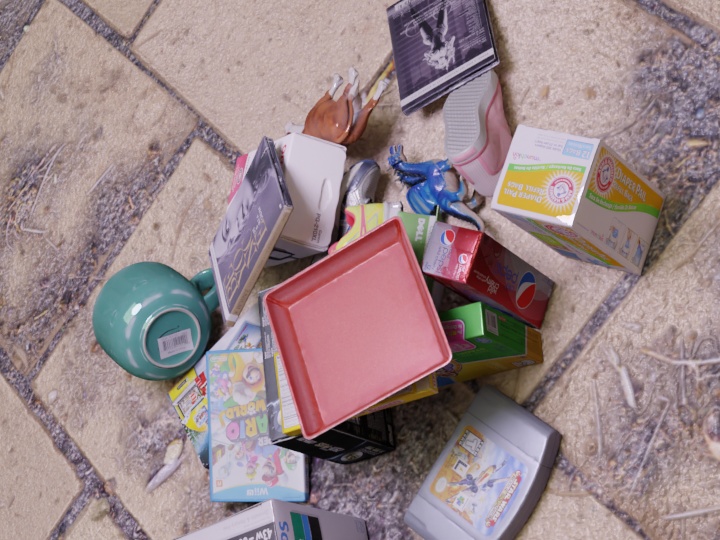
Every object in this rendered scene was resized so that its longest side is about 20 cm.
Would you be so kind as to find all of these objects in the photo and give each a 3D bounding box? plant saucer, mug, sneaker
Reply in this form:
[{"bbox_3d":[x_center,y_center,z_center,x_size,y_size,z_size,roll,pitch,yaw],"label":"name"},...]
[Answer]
[{"bbox_3d":[-0.001,0.069,1.548,0.199,0.037,0.201,-30,58,17],"label":"plant saucer"},{"bbox_3d":[-0.276,0.062,1.888,0.186,0.152,0.114,-59,35,-1],"label":"mug"},{"bbox_3d":[0.160,-0.171,1.731,0.075,0.105,0.201,-27,31,28],"label":"sneaker"},{"bbox_3d":[0.001,-0.046,1.803,0.085,0.077,0.202,18,92,28],"label":"sneaker"},{"bbox_3d":[0.000,0.000,1.713,0.089,0.078,0.201,8,58,6],"label":"sneaker"}]

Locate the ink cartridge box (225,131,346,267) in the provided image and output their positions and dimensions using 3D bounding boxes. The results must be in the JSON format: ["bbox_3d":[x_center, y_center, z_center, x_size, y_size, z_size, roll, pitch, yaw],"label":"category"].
[{"bbox_3d":[-0.108,-0.092,1.827,0.200,0.084,0.146,-13,64,62],"label":"ink cartridge box"}]

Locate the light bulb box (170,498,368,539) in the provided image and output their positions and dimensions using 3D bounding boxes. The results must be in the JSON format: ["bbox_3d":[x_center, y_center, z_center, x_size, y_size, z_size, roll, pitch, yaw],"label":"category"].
[{"bbox_3d":[-0.115,0.377,1.649,0.197,0.200,0.126,-25,62,26],"label":"light bulb box"}]

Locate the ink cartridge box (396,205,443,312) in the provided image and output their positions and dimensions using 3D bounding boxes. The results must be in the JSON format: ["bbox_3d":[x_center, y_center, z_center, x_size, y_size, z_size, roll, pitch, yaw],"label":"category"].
[{"bbox_3d":[0.068,-0.007,1.651,0.059,0.200,0.105,9,78,9],"label":"ink cartridge box"}]

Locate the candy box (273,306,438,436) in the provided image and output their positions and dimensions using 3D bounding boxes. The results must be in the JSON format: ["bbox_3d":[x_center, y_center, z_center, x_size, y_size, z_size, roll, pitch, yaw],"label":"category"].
[{"bbox_3d":[-0.008,0.119,1.572,0.199,0.026,0.103,-19,63,24],"label":"candy box"}]

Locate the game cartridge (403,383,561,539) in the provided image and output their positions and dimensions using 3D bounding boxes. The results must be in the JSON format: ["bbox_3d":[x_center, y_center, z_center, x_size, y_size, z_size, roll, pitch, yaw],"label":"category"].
[{"bbox_3d":[0.148,0.252,1.611,0.133,0.041,0.201,33,95,42],"label":"game cartridge"}]

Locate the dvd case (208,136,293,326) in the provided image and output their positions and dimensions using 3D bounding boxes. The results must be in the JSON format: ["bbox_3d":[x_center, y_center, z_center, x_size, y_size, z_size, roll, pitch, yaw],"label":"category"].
[{"bbox_3d":[-0.145,-0.050,1.745,0.201,0.016,0.149,-61,31,32],"label":"dvd case"}]

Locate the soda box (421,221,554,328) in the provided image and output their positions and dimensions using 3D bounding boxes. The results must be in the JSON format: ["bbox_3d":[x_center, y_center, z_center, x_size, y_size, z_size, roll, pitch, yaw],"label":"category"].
[{"bbox_3d":[0.152,0.008,1.585,0.070,0.200,0.064,15,82,36],"label":"soda box"}]

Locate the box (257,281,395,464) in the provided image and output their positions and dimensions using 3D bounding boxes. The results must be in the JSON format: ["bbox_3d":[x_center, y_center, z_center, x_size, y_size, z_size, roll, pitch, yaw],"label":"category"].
[{"bbox_3d":[-0.042,0.128,1.706,0.086,0.163,0.202,-20,64,28],"label":"box"}]

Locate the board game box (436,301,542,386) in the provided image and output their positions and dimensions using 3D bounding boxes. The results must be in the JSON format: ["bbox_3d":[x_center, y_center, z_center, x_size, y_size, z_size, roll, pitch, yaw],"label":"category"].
[{"bbox_3d":[0.096,0.096,1.626,0.199,0.153,0.041,-16,66,31],"label":"board game box"}]

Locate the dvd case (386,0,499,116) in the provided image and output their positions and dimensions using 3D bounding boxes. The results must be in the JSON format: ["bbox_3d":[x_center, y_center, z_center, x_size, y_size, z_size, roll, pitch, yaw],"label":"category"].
[{"bbox_3d":[0.108,-0.317,1.823,0.148,0.016,0.201,-27,49,25],"label":"dvd case"}]

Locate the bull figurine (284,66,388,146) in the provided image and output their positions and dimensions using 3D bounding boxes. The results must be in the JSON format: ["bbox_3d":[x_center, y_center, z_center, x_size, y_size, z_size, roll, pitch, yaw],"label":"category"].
[{"bbox_3d":[-0.038,-0.209,1.852,0.122,0.065,0.200,-62,24,-9],"label":"bull figurine"}]

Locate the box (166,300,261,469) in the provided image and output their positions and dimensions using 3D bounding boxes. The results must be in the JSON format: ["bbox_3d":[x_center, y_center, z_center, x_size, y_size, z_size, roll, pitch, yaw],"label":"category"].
[{"bbox_3d":[-0.166,0.159,1.862,0.200,0.038,0.137,-45,55,15],"label":"box"}]

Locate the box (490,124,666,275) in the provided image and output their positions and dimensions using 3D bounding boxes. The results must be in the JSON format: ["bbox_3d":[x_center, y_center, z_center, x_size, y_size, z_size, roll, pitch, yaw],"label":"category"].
[{"bbox_3d":[0.251,-0.079,1.544,0.112,0.200,0.102,16,83,37],"label":"box"}]

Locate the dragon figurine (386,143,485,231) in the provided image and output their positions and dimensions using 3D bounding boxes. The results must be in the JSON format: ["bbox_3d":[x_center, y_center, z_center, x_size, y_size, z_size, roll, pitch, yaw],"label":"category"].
[{"bbox_3d":[0.100,-0.092,1.746,0.099,0.059,0.201,-35,57,21],"label":"dragon figurine"}]

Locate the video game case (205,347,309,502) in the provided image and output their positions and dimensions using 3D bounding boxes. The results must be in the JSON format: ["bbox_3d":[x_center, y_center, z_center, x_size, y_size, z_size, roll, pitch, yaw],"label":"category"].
[{"bbox_3d":[-0.138,0.204,1.796,0.142,0.018,0.202,-4,85,22],"label":"video game case"}]
